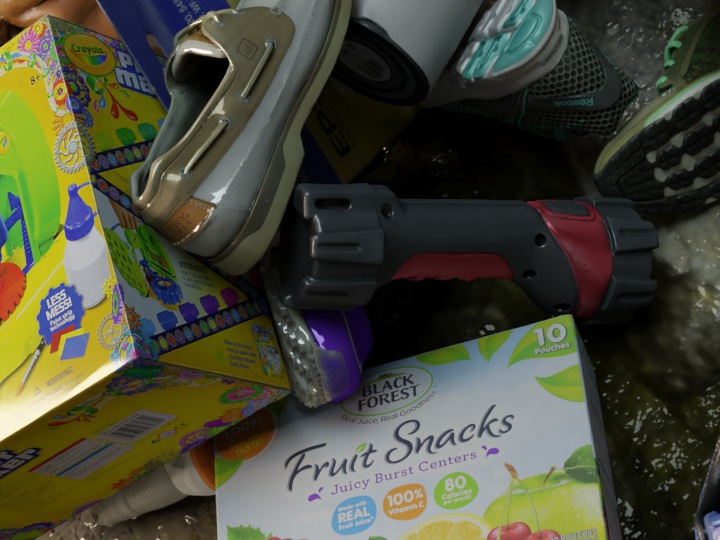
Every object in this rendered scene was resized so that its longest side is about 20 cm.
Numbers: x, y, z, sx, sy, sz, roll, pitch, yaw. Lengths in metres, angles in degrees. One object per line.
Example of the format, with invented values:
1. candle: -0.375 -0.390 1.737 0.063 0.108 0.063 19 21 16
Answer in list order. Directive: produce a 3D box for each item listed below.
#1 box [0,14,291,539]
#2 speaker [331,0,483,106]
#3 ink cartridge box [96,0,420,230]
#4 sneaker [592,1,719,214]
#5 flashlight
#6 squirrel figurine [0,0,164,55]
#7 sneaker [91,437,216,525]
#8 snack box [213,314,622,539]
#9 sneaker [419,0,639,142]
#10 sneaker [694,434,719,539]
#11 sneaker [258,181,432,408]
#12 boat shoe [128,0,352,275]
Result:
1. box: -0.167 0.011 1.250 0.200 0.122 0.193 -31 63 28
2. speaker: 0.047 -0.191 1.308 0.081 0.081 0.201 16 66 32
3. ink cartridge box: -0.060 -0.132 1.308 0.047 0.198 0.200 -29 9 23
4. sneaker: 0.192 -0.107 1.320 0.200 0.077 0.089 -39 40 -16
5. flashlight: 0.053 -0.005 1.229 0.199 0.068 0.068 -2 69 -27
6. squirrel figurine: -0.197 -0.151 1.435 0.199 0.187 0.142 -27 50 3
7. sneaker: -0.136 0.050 1.340 0.092 0.076 0.201 -25 49 10
8. snack box: 0.027 0.115 1.232 0.199 0.053 0.143 -16 49 12
9. sneaker: 0.087 -0.102 1.330 0.078 0.091 0.200 -57 15 -3
10. sneaker: 0.179 0.145 1.127 0.075 0.079 0.201 -8 53 19
11. sneaker: 0.000 -0.001 1.286 0.099 0.070 0.200 -13 26 1
12. boat shoe: -0.058 -0.099 1.207 0.075 0.068 0.201 -33 37 51
